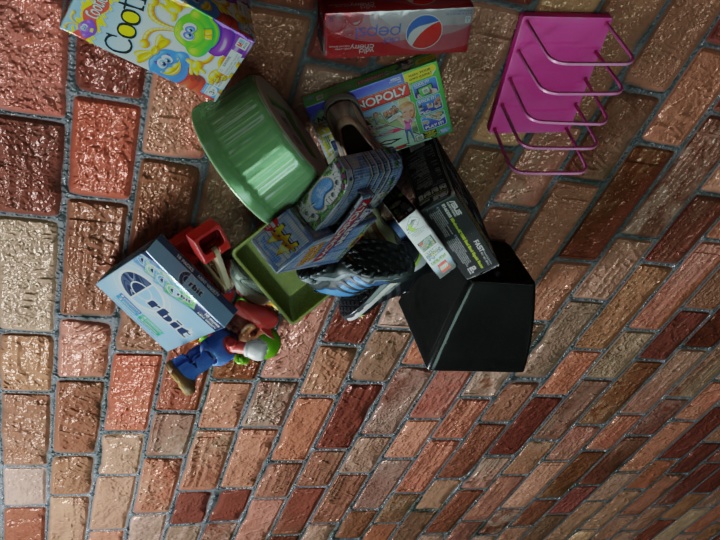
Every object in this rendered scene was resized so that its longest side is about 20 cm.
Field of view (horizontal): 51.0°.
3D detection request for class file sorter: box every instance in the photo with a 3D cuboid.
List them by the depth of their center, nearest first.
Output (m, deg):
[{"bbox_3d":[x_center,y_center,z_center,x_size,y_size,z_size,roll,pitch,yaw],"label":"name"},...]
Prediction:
[{"bbox_3d":[0.290,-0.252,1.101,0.138,0.126,0.201,-3,138,-12],"label":"file sorter"}]

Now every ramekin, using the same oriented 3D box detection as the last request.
[{"bbox_3d":[-0.129,-0.168,1.033,0.097,0.201,0.200,-33,136,11],"label":"ramekin"}]

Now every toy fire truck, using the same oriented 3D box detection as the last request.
[{"bbox_3d":[-0.242,-0.005,1.213,0.049,0.141,0.201,-38,133,-23],"label":"toy fire truck"}]

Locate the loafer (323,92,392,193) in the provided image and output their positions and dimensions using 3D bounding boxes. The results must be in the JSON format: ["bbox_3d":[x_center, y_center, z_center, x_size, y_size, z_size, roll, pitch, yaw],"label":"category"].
[{"bbox_3d":[0.002,-0.170,1.117,0.072,0.063,0.200,-23,138,10],"label":"loafer"}]

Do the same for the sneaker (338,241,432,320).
[{"bbox_3d":[0.049,0.032,1.317,0.083,0.072,0.200,30,123,-36],"label":"sneaker"}]

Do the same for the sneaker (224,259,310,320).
[{"bbox_3d":[-0.153,0.017,1.330,0.199,0.078,0.082,23,115,-40],"label":"sneaker"}]

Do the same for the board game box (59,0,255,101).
[{"bbox_3d":[-0.241,-0.311,0.907,0.199,0.105,0.103,20,128,-34],"label":"board game box"}]

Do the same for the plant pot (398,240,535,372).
[{"bbox_3d":[0.209,0.053,1.379,0.199,0.200,0.178,5,125,-19],"label":"plant pot"}]

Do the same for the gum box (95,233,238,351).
[{"bbox_3d":[-0.316,0.043,1.219,0.200,0.045,0.170,-22,117,46],"label":"gum box"}]

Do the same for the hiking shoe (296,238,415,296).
[{"bbox_3d":[0.000,0.000,1.202,0.199,0.075,0.087,0,151,26],"label":"hiking shoe"}]

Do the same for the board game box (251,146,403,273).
[{"bbox_3d":[-0.046,-0.072,1.035,0.200,0.062,0.200,-47,168,33],"label":"board game box"}]

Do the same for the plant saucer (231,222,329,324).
[{"bbox_3d":[-0.092,-0.039,1.248,0.199,0.048,0.200,-39,132,-4],"label":"plant saucer"}]

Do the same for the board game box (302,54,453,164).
[{"bbox_3d":[0.029,-0.233,1.125,0.199,0.029,0.135,-18,139,5],"label":"board game box"}]

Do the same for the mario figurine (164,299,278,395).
[{"bbox_3d":[-0.217,0.138,1.265,0.200,0.124,0.106,-36,151,-13],"label":"mario figurine"}]

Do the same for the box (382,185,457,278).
[{"bbox_3d":[0.084,-0.069,1.171,0.035,0.200,0.110,-37,109,5],"label":"box"}]

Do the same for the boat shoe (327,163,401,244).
[{"bbox_3d":[-0.009,-0.081,1.192,0.074,0.076,0.200,-41,131,1],"label":"boat shoe"}]

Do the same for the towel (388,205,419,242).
[{"bbox_3d":[0.059,-0.030,1.343,0.200,0.049,0.111,-36,133,24],"label":"towel"}]

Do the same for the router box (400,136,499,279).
[{"bbox_3d":[0.144,-0.102,1.209,0.062,0.150,0.200,-26,137,15],"label":"router box"}]

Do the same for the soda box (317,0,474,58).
[{"bbox_3d":[0.044,-0.329,0.996,0.199,0.064,0.070,-6,139,-9],"label":"soda box"}]

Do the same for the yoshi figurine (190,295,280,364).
[{"bbox_3d":[-0.223,0.112,1.382,0.199,0.112,0.112,24,119,-40],"label":"yoshi figurine"}]
